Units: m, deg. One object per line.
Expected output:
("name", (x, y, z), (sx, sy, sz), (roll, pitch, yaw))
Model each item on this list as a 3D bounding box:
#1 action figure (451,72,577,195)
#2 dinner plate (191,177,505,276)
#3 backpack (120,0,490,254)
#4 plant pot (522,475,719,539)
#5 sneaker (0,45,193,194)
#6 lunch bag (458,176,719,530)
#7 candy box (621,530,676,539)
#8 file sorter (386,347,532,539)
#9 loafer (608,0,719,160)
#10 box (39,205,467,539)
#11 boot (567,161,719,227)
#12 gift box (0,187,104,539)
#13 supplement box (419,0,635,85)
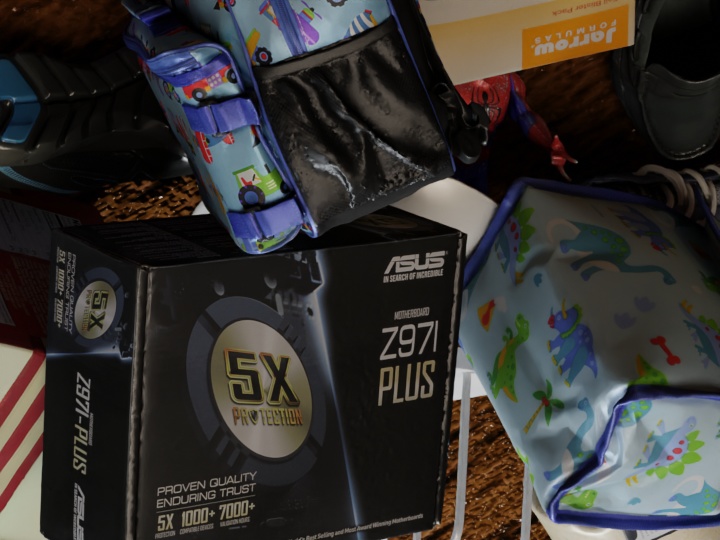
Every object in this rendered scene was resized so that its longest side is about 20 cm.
("action figure", (0.063, -0.039, 1.351), (0.065, 0.099, 0.200), (-2, 129, -19))
("dinner plate", (0.000, 0.000, 1.346), (0.200, 0.024, 0.200), (4, 149, 2))
("backpack", (-0.046, -0.131, 1.148), (0.134, 0.183, 0.200), (-26, 113, -6))
("plant pot", (0.206, 0.164, 1.538), (0.200, 0.201, 0.184), (-34, 123, 12))
("sneaker", (-0.128, -0.081, 1.273), (0.200, 0.073, 0.082), (-1, 159, -24))
("lunch bag", (0.172, 0.046, 1.292), (0.200, 0.170, 0.127), (8, 130, -32))
("candy box", (0.218, 0.050, 1.435), (0.200, 0.168, 0.072), (-25, 136, 2))
("file sorter", (-0.013, 0.105, 1.391), (0.200, 0.125, 0.139), (11, 166, -28))
("loafer", (0.176, -0.124, 1.321), (0.068, 0.070, 0.201), (-20, 142, -4))
("box", (-0.053, 0.057, 1.206), (0.200, 0.086, 0.164), (-6, 107, -37))
("boot", (0.191, -0.032, 1.395), (0.200, 0.073, 0.090), (-22, 153, 9))
("gift box", (-0.237, 0.057, 1.271), (0.200, 0.185, 0.187), (17, 118, -34))
("supplement box", (0.074, -0.199, 1.219), (0.126, 0.074, 0.200), (-14, 135, -8))
